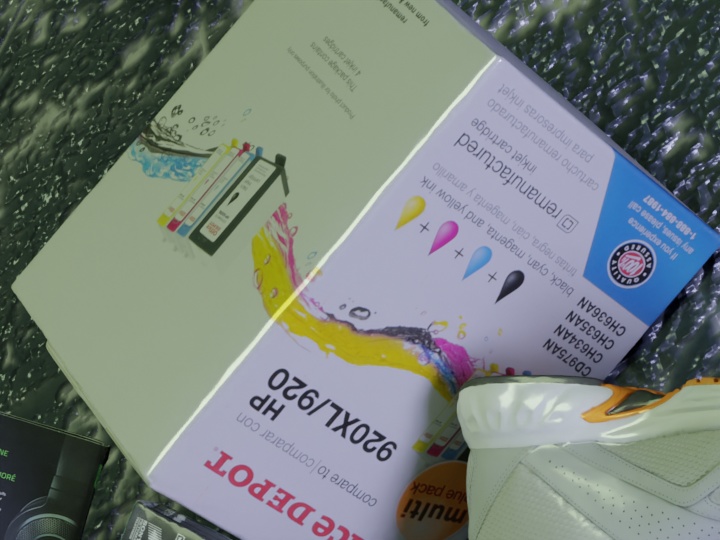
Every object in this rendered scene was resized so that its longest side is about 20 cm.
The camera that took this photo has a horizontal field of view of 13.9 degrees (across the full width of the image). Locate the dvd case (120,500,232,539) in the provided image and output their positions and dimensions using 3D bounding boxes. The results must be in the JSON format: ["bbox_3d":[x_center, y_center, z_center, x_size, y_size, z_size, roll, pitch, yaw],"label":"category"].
[{"bbox_3d":[-0.024,0.186,1.036,0.200,0.022,0.146,23,94,29],"label":"dvd case"}]

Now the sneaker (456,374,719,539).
[{"bbox_3d":[0.119,0.085,1.023,0.200,0.076,0.092,-3,81,42],"label":"sneaker"}]

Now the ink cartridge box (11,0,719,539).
[{"bbox_3d":[0.000,0.000,1.130,0.200,0.147,0.145,-50,39,6],"label":"ink cartridge box"}]

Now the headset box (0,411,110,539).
[{"bbox_3d":[-0.176,0.159,1.176,0.174,0.092,0.201,120,165,-64],"label":"headset box"}]
